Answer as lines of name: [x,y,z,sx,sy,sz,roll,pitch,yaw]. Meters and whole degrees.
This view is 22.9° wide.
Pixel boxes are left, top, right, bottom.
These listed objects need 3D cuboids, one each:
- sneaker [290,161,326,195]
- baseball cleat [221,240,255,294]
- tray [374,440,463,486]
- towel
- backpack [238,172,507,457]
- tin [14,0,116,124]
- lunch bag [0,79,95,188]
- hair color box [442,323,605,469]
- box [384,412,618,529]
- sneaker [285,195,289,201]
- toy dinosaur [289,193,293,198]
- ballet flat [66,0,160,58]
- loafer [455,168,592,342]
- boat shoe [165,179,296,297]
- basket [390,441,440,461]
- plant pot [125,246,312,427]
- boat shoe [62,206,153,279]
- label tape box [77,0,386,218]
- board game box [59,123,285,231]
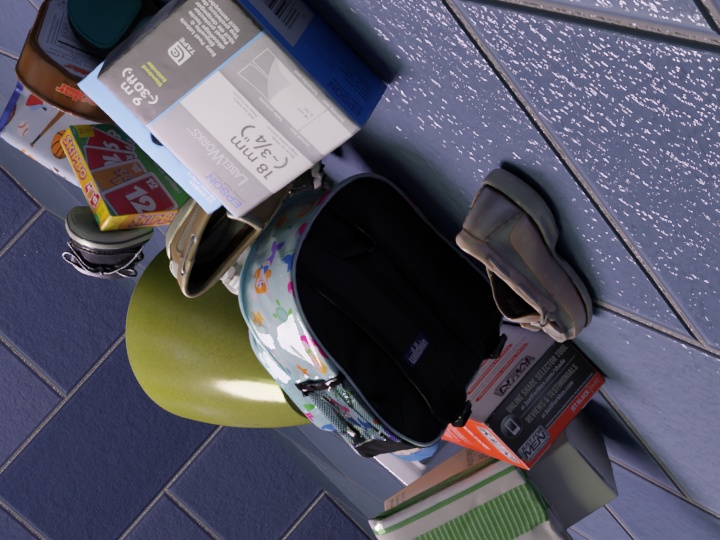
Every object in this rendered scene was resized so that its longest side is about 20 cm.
sneaker: [-0.095,-0.112,1.422,0.067,0.090,0.200,53,177,37]
baseball cleat: [-0.086,-0.065,1.501,0.106,0.070,0.201,8,-126,-33]
tray: [0.022,0.131,1.802,0.200,0.107,0.022,39,146,12]
towel: [0.117,0.256,1.543,0.200,0.152,0.023,53,-164,-26]
backpack: [-0.002,0.028,1.413,0.150,0.178,0.200,-7,131,47]
tin: [-0.241,-0.188,1.560,0.112,0.042,0.200,17,-156,-12]
lunch bag: [-0.211,-0.130,1.692,0.170,0.124,0.200,33,-169,32]
hair color box: [0.116,0.101,1.504,0.061,0.102,0.200,46,169,-14]
box: [0.123,0.203,1.578,0.078,0.200,0.095,46,-163,-23]
sneaker: [-0.140,-0.077,1.604,0.199,0.073,0.072,9,-177,-44]
toy dinosaur: [0.000,0.000,1.575,0.088,0.047,0.200,-4,-122,-51]
ballet flat: [-0.180,-0.192,1.502,0.200,0.073,0.073,28,162,46]
loafer: [0.109,0.003,1.241,0.072,0.063,0.200,34,167,32]
boat shoe: [-0.084,-0.060,1.357,0.071,0.200,0.076,19,-149,-21]
basket: [0.061,0.114,1.708,0.199,0.140,0.176,9,176,-12]
plant pot: [-0.084,0.068,1.600,0.187,0.187,0.200,49,163,-32]
boat shoe: [-0.222,-0.023,1.561,0.074,0.063,0.200,14,-178,-4]
label tape box: [-0.103,-0.115,1.240,0.144,0.063,0.200,45,128,-15]
board game box: [-0.155,-0.087,1.538,0.030,0.199,0.096,-47,61,39]
